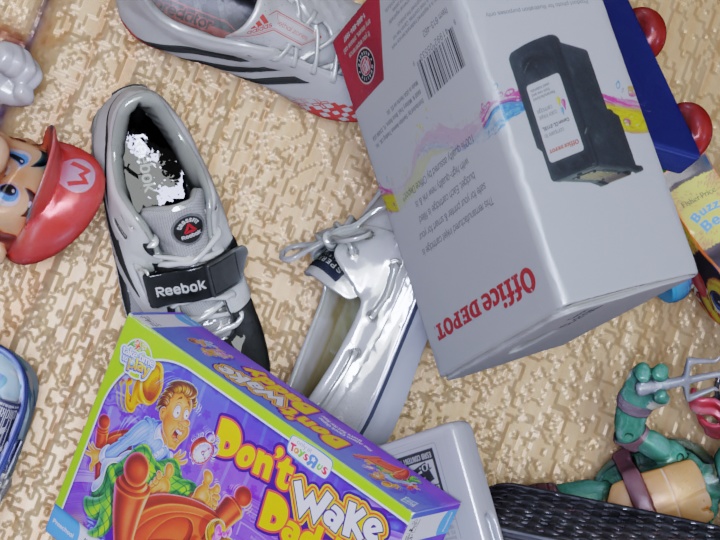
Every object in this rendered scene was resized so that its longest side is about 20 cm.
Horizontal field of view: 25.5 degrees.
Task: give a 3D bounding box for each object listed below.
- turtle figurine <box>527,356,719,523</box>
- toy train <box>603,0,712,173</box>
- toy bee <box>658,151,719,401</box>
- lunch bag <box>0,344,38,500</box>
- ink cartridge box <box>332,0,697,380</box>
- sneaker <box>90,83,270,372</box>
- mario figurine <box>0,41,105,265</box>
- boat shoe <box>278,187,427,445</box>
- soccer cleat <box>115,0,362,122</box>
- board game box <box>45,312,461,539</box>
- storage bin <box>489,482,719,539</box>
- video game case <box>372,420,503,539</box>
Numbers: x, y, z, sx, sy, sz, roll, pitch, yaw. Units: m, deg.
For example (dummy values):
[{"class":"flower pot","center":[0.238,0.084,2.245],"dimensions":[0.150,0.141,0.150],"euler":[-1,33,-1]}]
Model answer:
[{"class":"turtle figurine","center":[0.165,0.138,0.909],"dimensions":[0.200,0.101,0.150],"euler":[-24,76,5]},{"class":"toy train","center":[0.110,-0.120,0.918],"dimensions":[0.085,0.116,0.200],"euler":[10,51,-41]},{"class":"toy bee","center":[0.213,-0.015,0.920],"dimensions":[0.200,0.109,0.131],"euler":[42,81,-4]},{"class":"lunch bag","center":[-0.284,0.086,0.849],"dimensions":[0.200,0.082,0.161],"euler":[24,86,-6]},{"class":"ink cartridge box","center":[0.072,-0.061,0.811],"dimensions":[0.083,0.146,0.200],"euler":[-13,79,-25]},{"class":"sneaker","center":[-0.102,-0.007,0.880],"dimensions":[0.074,0.089,0.200],"euler":[-22,92,-11]},{"class":"mario figurine","center":[-0.236,-0.063,0.848],"dimensions":[0.200,0.106,0.124],"euler":[10,106,-3]},{"class":"boat shoe","center":[-0.002,0.000,0.899],"dimensions":[0.086,0.075,0.202],"euler":[20,90,-25]},{"class":"soccer cleat","center":[-0.041,-0.133,0.897],"dimensions":[0.200,0.085,0.069],"euler":[17,84,-8]},{"class":"board game box","center":[-0.061,0.126,0.811],"dimensions":[0.200,0.045,0.135],"euler":[31,106,31]},{"class":"storage bin","center":[0.137,0.201,0.826],"dimensions":[0.200,0.094,0.135],"euler":[10,99,15]},{"class":"video game case","center":[-0.004,0.191,0.815],"dimensions":[0.200,0.024,0.182],"euler":[-22,78,32]}]
